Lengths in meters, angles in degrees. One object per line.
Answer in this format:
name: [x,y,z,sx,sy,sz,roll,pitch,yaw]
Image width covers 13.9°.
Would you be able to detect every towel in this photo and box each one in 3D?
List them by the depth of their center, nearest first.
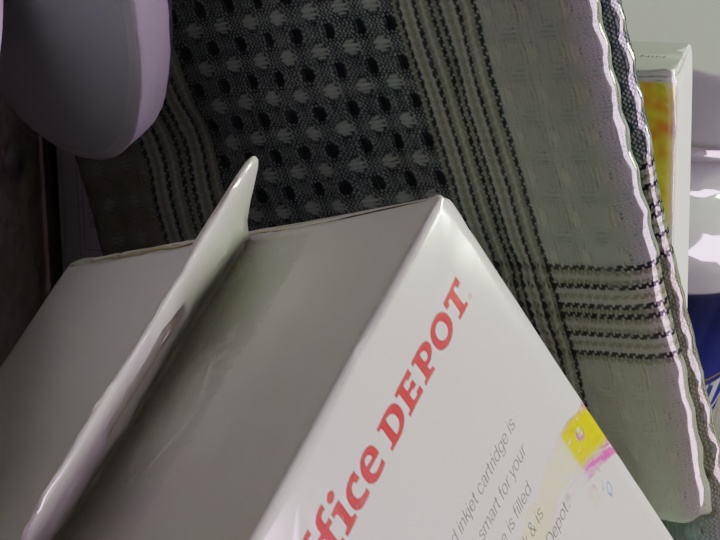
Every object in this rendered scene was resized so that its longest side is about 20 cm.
towel: [0.000,0.000,0.785,0.034,0.192,0.201,-35,115,-50]

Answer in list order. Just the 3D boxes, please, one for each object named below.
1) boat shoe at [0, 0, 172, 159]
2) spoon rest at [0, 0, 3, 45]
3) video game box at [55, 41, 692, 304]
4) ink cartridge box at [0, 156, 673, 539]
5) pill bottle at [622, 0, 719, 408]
boat shoe: [-0.075,-0.125,0.742,0.066,0.072,0.201,-41,129,-39]
spoon rest: [-0.112,-0.019,0.677,0.099,0.060,0.201,43,54,-69]
video game box: [0.005,0.028,0.868,0.047,0.181,0.201,-50,143,-65]
ink cartridge box: [-0.015,0.084,0.704,0.200,0.125,0.129,55,45,-28]
pill bottle: [0.075,-0.003,0.994,0.120,0.119,0.201,-56,166,-58]
